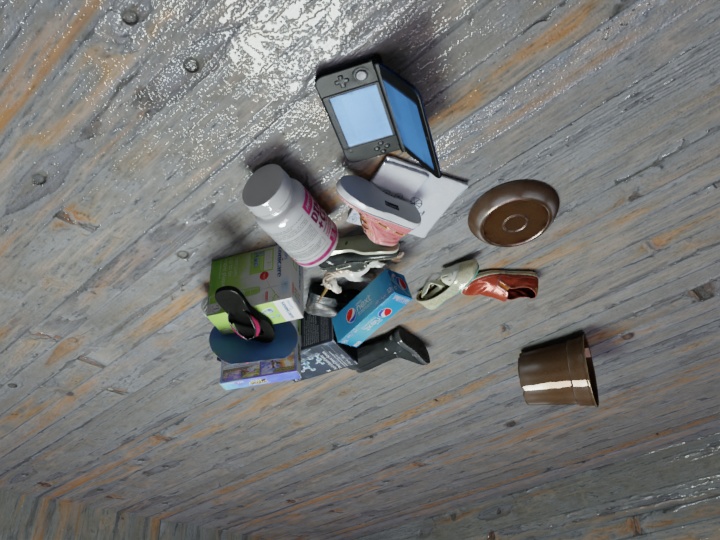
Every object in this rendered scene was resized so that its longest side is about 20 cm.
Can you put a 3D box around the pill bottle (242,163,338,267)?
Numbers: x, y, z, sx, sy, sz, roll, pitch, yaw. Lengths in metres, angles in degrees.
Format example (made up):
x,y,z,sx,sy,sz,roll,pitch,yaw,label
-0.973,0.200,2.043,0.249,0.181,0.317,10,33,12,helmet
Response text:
x,y,z,sx,sy,sz,roll,pitch,yaw,label
-0.134,-0.104,1.178,0.111,0.116,0.200,-19,142,20,pill bottle

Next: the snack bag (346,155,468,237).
x,y,z,sx,sy,sz,roll,pitch,yaw,label
0.093,-0.137,1.239,0.195,0.022,0.189,13,140,-23,snack bag

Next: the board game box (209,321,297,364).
x,y,z,sx,sy,sz,roll,pitch,yaw,label
-0.237,0.165,1.361,0.194,0.159,0.040,-5,124,-16,board game box

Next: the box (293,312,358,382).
x,y,z,sx,sy,sz,roll,pitch,yaw,label
-0.125,0.193,1.591,0.195,0.109,0.149,-18,143,19,box

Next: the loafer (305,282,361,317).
x,y,z,sx,sy,sz,roll,pitch,yaw,label
-0.039,0.088,1.478,0.195,0.074,0.073,17,122,-12,loafer

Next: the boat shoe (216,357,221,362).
x,y,z,sx,sy,sz,roll,pitch,yaw,label
-0.296,0.223,1.659,0.196,0.077,0.092,13,162,-29,boat shoe

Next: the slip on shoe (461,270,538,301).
x,y,z,sx,sy,sz,roll,pitch,yaw,label
0.338,0.042,1.478,0.194,0.063,0.075,-2,146,-2,slip on shoe

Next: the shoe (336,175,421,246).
x,y,z,sx,sy,sz,roll,pitch,yaw,label
0.019,-0.109,1.191,0.196,0.073,0.091,20,136,-31,shoe

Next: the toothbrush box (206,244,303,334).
x,y,z,sx,sy,sz,roll,pitch,yaw,label
-0.227,0.040,1.336,0.194,0.149,0.087,-11,144,10,toothbrush box

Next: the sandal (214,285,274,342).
x,y,z,sx,sy,sz,roll,pitch,yaw,label
-0.241,0.105,1.260,0.073,0.046,0.201,-14,141,13,sandal

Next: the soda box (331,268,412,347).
x,y,z,sx,sy,sz,roll,pitch,yaw,label
0.024,0.087,1.383,0.063,0.069,0.200,19,129,-41,soda box

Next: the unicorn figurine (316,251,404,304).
x,y,z,sx,sy,sz,roll,pitch,yaw,label
0.000,0.000,1.384,0.135,0.075,0.201,20,121,-30,unicorn figurine

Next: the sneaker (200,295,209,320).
x,y,z,sx,sy,sz,roll,pitch,yaw,label
-0.272,0.077,1.442,0.194,0.080,0.080,-10,156,-3,sneaker

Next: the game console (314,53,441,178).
x,y,z,sx,sy,sz,roll,pitch,yaw,label
0.031,-0.236,1.014,0.166,0.121,0.201,-13,143,11,game console

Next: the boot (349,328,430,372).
x,y,z,sx,sy,sz,roll,pitch,yaw,label
0.076,0.248,1.721,0.198,0.067,0.164,-30,128,26,boot

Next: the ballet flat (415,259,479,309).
x,y,z,sx,sy,sz,roll,pitch,yaw,label
0.200,0.033,1.448,0.061,0.069,0.200,23,136,-19,ballet flat

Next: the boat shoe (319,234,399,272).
x,y,z,sx,sy,sz,roll,pitch,yaw,label
-0.005,-0.033,1.305,0.194,0.072,0.069,-4,123,21,boat shoe

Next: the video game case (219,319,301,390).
x,y,z,sx,sy,sz,roll,pitch,yaw,label
-0.244,0.188,1.505,0.194,0.185,0.046,-10,145,8,video game case

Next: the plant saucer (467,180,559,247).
x,y,z,sx,sy,sz,roll,pitch,yaw,label
0.327,-0.110,1.296,0.194,0.033,0.203,-3,143,-2,plant saucer

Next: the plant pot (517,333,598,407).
x,y,z,sx,sy,sz,roll,pitch,yaw,label
0.566,0.302,1.758,0.194,0.205,0.200,-14,144,24,plant pot
